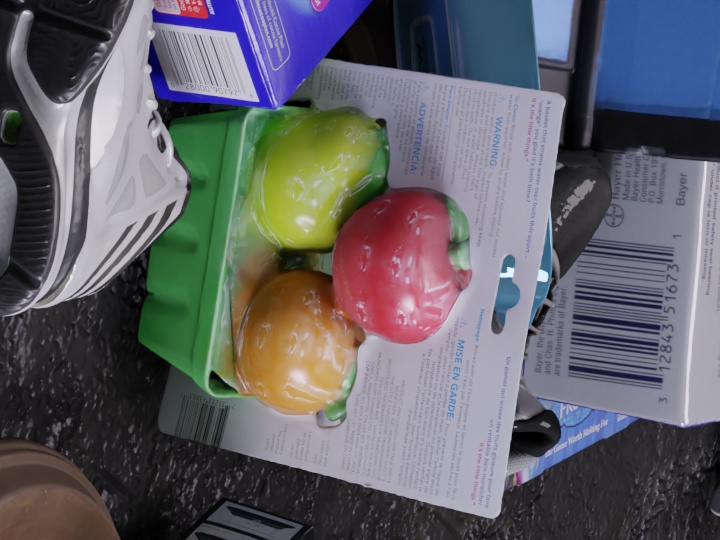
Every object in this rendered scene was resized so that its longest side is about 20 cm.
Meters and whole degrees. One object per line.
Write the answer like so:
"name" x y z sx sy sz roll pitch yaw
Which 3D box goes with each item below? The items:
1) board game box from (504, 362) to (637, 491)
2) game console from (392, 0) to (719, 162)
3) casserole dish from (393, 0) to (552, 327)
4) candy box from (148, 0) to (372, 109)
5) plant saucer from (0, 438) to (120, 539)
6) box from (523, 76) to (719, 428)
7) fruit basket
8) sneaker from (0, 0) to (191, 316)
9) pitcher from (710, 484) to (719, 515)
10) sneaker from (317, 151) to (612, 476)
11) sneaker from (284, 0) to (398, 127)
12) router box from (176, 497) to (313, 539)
"board game box" 0.105 0.005 1.640 0.200 0.043 0.200 -23 117 -54
"game console" 0.121 -0.162 1.477 0.175 0.116 0.201 8 88 -31
"casserole dish" 0.049 -0.069 1.364 0.039 0.121 0.201 -4 90 -15
"candy box" -0.035 -0.198 1.321 0.200 0.077 0.169 -50 136 -37
"plant saucer" -0.159 0.173 1.285 0.200 0.029 0.201 -26 122 -53
"box" 0.184 -0.020 1.617 0.200 0.105 0.185 -3 100 -57
"fruit basket" 0.000 0.000 1.321 0.094 0.199 0.186 3 96 -57
"sneaker" -0.114 -0.082 1.252 0.115 0.075 0.201 -5 112 -66
"pitcher" 0.307 0.079 1.937 0.172 0.121 0.201 16 97 -79
"sneaker" 0.079 0.038 1.482 0.200 0.115 0.075 -47 136 -5
"sneaker" 0.005 -0.045 1.440 0.076 0.070 0.201 -41 133 -52
"router box" -0.083 0.229 1.357 0.157 0.052 0.201 -41 141 -55
